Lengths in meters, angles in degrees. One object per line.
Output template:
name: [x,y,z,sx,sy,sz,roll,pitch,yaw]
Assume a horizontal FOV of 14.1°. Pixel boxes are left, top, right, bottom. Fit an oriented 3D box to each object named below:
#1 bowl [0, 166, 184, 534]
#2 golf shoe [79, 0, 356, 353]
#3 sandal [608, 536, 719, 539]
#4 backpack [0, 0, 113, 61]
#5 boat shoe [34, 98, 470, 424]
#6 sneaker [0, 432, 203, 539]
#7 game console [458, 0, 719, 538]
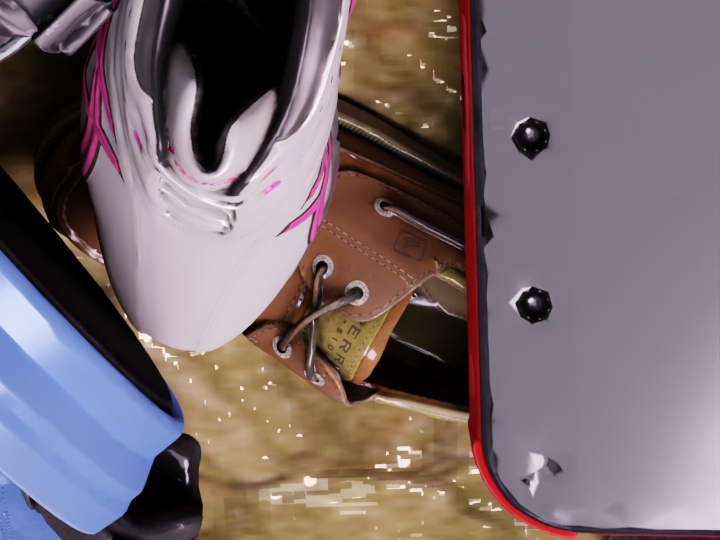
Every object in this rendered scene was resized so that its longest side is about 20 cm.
bowl: [-0.119,-0.019,0.769,0.039,0.201,0.201,-41,124,0]
golf shoe: [-0.041,-0.044,0.755,0.073,0.092,0.200,17,134,3]
sandal: [0.127,0.074,0.929,0.075,0.048,0.200,41,151,20]
backpack: [-0.116,-0.168,0.662,0.200,0.151,0.178,31,122,-30]
boat shoe: [0.000,0.000,0.865,0.200,0.068,0.072,14,130,-12]
sneaker: [-0.127,0.038,0.886,0.111,0.077,0.200,-24,132,25]
game console: [0.115,-0.018,0.807,0.177,0.031,0.200,0,109,6]
